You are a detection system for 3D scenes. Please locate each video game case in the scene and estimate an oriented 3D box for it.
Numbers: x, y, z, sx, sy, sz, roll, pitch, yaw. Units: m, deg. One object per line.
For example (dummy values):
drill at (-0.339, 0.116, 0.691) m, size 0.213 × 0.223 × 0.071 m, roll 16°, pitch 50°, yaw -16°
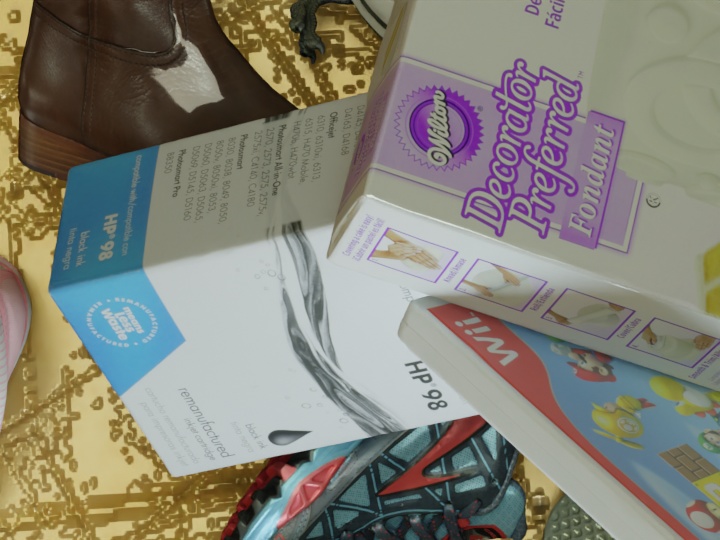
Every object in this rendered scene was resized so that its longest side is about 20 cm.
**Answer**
video game case at (0.128, 0.040, 0.875) m, size 0.143 × 0.200 × 0.017 m, roll 42°, pitch 127°, yaw 30°

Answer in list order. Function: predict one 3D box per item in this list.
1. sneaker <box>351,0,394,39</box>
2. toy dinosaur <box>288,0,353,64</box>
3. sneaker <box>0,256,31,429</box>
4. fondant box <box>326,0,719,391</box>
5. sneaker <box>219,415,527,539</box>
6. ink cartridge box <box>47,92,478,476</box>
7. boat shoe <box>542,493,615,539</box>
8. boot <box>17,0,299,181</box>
sneaker at (0.008, -0.185, 0.965) m, size 0.075 × 0.115 × 0.201 m, roll -15°, pitch 65°, yaw 3°
toy dinosaur at (0.018, -0.112, 1.030) m, size 0.200 × 0.047 × 0.088 m, roll 31°, pitch 74°, yaw 2°
sneaker at (-0.188, 0.086, 0.997) m, size 0.075 × 0.105 × 0.201 m, roll 18°, pitch 90°, yaw -1°
fondant box at (0.103, -0.045, 0.847) m, size 0.199 × 0.058 × 0.145 m, roll 18°, pitch 66°, yaw -7°
sneaker at (0.024, 0.084, 1.007) m, size 0.200 × 0.079 × 0.096 m, roll -44°, pitch 90°, yaw 0°
ink cartridge box at (0.000, 0.000, 0.926) m, size 0.199 × 0.116 × 0.067 m, roll -13°, pitch 44°, yaw 18°
boat shoe at (0.157, 0.159, 1.012) m, size 0.200 × 0.062 × 0.075 m, roll 36°, pitch 94°, yaw 17°
boot at (-0.057, -0.122, 0.969) m, size 0.186 × 0.064 × 0.201 m, roll 11°, pitch 113°, yaw 17°
